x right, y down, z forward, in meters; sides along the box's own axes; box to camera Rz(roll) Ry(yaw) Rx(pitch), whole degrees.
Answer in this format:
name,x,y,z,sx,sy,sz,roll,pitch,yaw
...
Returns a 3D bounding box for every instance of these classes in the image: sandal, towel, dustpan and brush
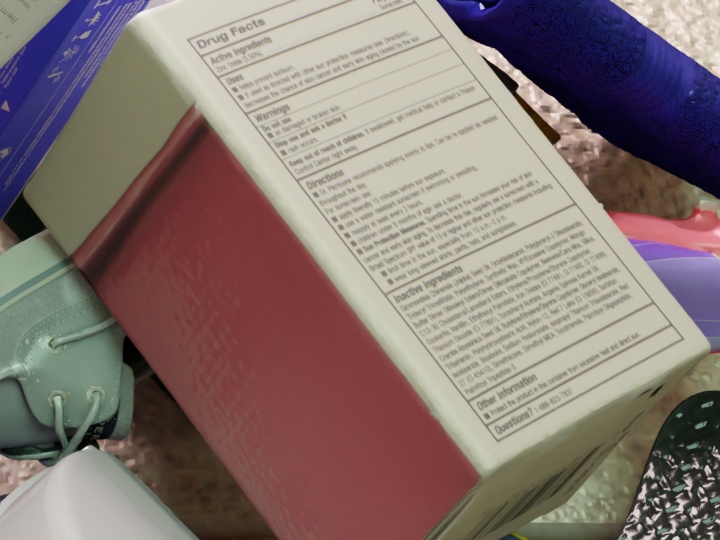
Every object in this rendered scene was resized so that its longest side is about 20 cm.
name,x,y,z,sx,sy,sz,roll,pitch,yaw
sandal,0.116,0.136,1.148,0.075,0.048,0.200,26,58,16
towel,0.093,-0.086,1.211,0.200,0.050,0.148,31,7,-33
dustpan and brush,-0.084,0.126,0.918,0.140,0.200,0.057,45,100,9

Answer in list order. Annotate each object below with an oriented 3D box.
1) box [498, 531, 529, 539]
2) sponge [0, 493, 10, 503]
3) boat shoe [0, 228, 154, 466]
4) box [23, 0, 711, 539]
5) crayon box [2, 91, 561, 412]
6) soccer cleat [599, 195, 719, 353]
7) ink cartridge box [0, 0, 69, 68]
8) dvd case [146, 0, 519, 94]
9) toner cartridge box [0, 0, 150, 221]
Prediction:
name,x,y,z,sx,sy,sz,roll,pitch,yaw
box,0.107,0.168,1.059,0.200,0.064,0.070,27,67,20
sponge,-0.143,0.114,1.004,0.112,0.030,0.200,34,20,36
boat shoe,-0.106,0.031,1.065,0.072,0.070,0.201,45,53,13
box,0.000,0.000,1.034,0.128,0.109,0.200,-25,71,-42
crayon box,-0.030,-0.037,1.209,0.126,0.052,0.200,46,56,11
soccer cleat,0.086,0.006,1.158,0.200,0.067,0.077,4,100,-18
ink cartridge box,-0.195,-0.087,1.010,0.116,0.200,0.068,41,20,-21
dvd case,-0.052,-0.090,1.192,0.200,0.016,0.149,37,54,5
toner cartridge box,-0.143,-0.096,1.109,0.095,0.200,0.043,51,39,14
